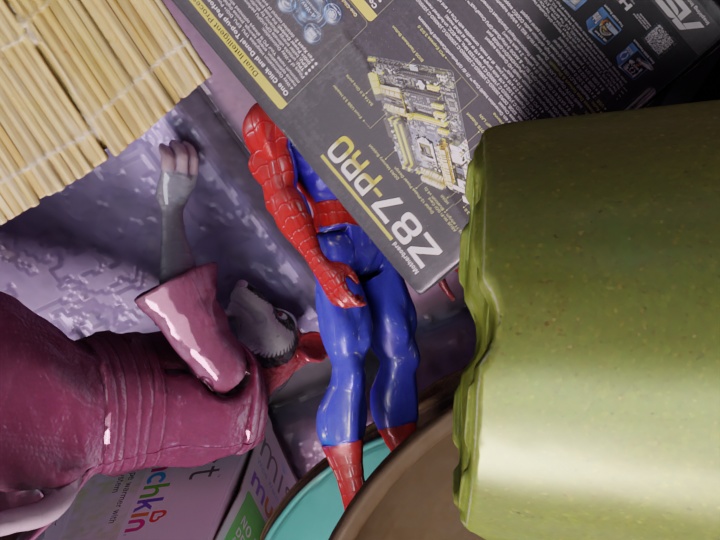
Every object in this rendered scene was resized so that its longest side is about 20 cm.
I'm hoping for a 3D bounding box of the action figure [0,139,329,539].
[{"bbox_3d":[-0.096,0.049,0.982,0.199,0.149,0.134,-8,141,-20],"label":"action figure"}]

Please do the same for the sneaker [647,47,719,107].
[{"bbox_3d":[0.112,-0.079,0.885,0.199,0.072,0.083,-6,123,18],"label":"sneaker"}]

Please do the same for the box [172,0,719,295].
[{"bbox_3d":[0.014,-0.116,0.859,0.200,0.049,0.161,49,122,2],"label":"box"}]

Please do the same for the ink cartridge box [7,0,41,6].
[{"bbox_3d":[-0.189,-0.063,0.987,0.094,0.044,0.201,25,127,-6],"label":"ink cartridge box"}]

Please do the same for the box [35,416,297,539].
[{"bbox_3d":[-0.091,0.173,1.106,0.175,0.097,0.201,-8,122,22],"label":"box"}]

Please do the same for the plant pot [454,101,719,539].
[{"bbox_3d":[0.125,0.023,0.781,0.188,0.201,0.201,2,127,-1],"label":"plant pot"}]

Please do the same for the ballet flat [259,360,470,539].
[{"bbox_3d":[0.044,0.065,1.003,0.068,0.072,0.200,48,113,4],"label":"ballet flat"}]

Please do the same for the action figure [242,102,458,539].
[{"bbox_3d":[0.000,0.000,0.944,0.052,0.065,0.201,-16,89,45],"label":"action figure"}]

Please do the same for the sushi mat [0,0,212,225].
[{"bbox_3d":[-0.143,-0.122,0.905,0.095,0.012,0.201,-33,100,4],"label":"sushi mat"}]

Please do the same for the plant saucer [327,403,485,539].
[{"bbox_3d":[0.062,0.127,0.932,0.199,0.029,0.202,-8,109,-25],"label":"plant saucer"}]
